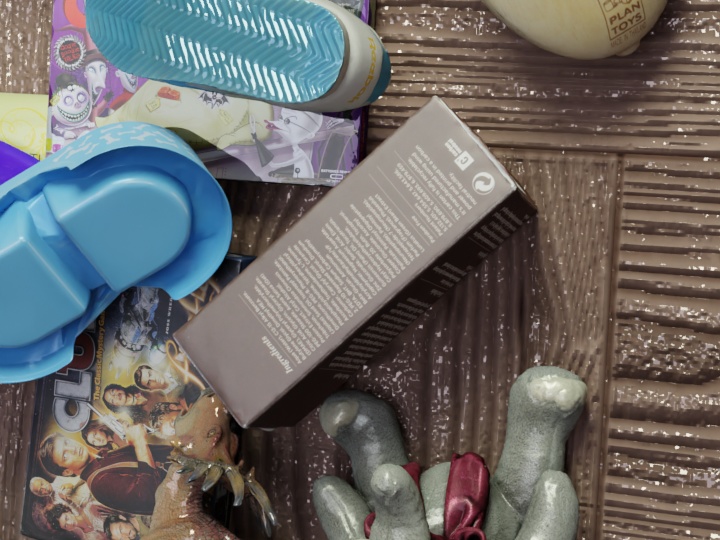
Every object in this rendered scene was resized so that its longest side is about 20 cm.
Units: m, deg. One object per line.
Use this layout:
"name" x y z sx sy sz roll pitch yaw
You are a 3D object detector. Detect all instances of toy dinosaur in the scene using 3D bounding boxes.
"toy dinosaur" -0.081 0.181 0.941 0.135 0.086 0.201 -34 85 12

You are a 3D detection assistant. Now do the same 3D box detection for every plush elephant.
"plush elephant" 0.033 0.158 0.890 0.163 0.155 0.202 0 92 21

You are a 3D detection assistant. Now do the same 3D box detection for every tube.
"tube" -0.214 -0.085 1.036 0.198 0.052 0.058 9 138 15

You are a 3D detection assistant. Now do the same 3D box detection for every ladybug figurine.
"ladybug figurine" 0.097 -0.205 0.872 0.135 0.072 0.201 -31 106 -13

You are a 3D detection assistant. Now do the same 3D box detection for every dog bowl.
"dog bowl" -0.171 -0.014 0.950 0.199 0.050 0.112 -30 126 7

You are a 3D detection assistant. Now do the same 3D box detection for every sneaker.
"sneaker" -0.075 -0.134 0.926 0.199 0.081 0.077 24 99 29

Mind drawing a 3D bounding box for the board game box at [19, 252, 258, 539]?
"board game box" -0.140 0.081 1.019 0.134 0.035 0.202 9 95 21

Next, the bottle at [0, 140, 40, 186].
"bottle" -0.253 0.016 1.028 0.083 0.065 0.201 27 117 4

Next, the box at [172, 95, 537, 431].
"box" 0.000 0.000 0.911 0.200 0.100 0.075 -43 78 6

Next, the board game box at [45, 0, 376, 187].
"board game box" -0.092 -0.115 0.979 0.198 0.032 0.121 4 90 11
